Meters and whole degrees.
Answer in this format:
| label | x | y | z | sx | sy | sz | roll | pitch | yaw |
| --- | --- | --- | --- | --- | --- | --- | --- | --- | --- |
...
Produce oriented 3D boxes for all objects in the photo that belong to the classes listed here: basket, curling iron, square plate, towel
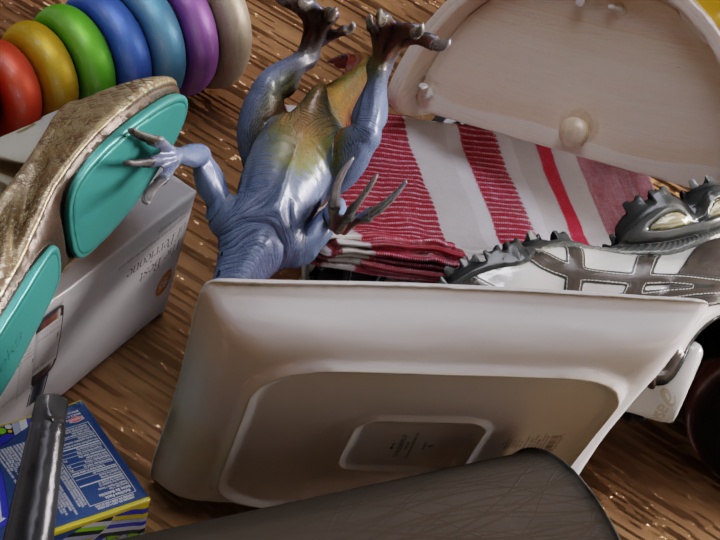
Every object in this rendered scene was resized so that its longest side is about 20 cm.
| label | x | y | z | sx | sy | sz | roll | pitch | yaw |
| --- | --- | --- | --- | --- | --- | --- | --- | --- | --- |
| basket | -0.010 | 0.152 | 0.760 | 0.199 | 0.137 | 0.180 | -5 | 27 | -18 |
| curling iron | -0.134 | 0.140 | 0.737 | 0.025 | 0.050 | 0.201 | 3 | 65 | 24 |
| square plate | 0.020 | 0.060 | 0.830 | 0.197 | 0.200 | 0.029 | 3 | 63 | -11 |
| towel | 0.061 | -0.037 | 0.993 | 0.199 | 0.023 | 0.144 | 6 | 32 | -16 |

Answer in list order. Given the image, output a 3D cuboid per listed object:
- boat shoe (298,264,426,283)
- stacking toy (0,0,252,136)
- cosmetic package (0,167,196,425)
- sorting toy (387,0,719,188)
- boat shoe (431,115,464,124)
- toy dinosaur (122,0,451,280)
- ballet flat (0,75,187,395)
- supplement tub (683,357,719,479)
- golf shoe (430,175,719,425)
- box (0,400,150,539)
| label | x | y | z | sx | sy | sz | roll | pitch | yaw |
| --- | --- | --- | --- | --- | --- | --- | --- | --- | --- |
| boat shoe | 0.000 | 0.000 | 0.988 | 0.068 | 0.072 | 0.200 | 20 | 37 | 3 |
| stacking toy | -0.158 | -0.107 | 1.068 | 0.200 | 0.086 | 0.085 | -27 | 55 | -31 |
| cosmetic package | -0.154 | 0.026 | 0.897 | 0.051 | 0.083 | 0.200 | 33 | 43 | 13 |
| sorting toy | 0.148 | -0.106 | 1.034 | 0.199 | 0.107 | 0.180 | 18 | 10 | 26 |
| boat shoe | 0.088 | -0.118 | 1.155 | 0.065 | 0.073 | 0.200 | 25 | 40 | 4 |
| toy dinosaur | -0.023 | -0.028 | 0.892 | 0.105 | 0.182 | 0.200 | 18 | -4 | 17 |
| ballet flat | -0.142 | -0.021 | 0.823 | 0.065 | 0.071 | 0.200 | 22 | 49 | 11 |
| supplement tub | 0.224 | 0.014 | 1.011 | 0.106 | 0.107 | 0.200 | 17 | 43 | 2 |
| golf shoe | 0.099 | 0.030 | 0.885 | 0.199 | 0.078 | 0.095 | -21 | 69 | -13 |
| box | -0.186 | 0.121 | 0.783 | 0.199 | 0.070 | 0.064 | -15 | 46 | -32 |
